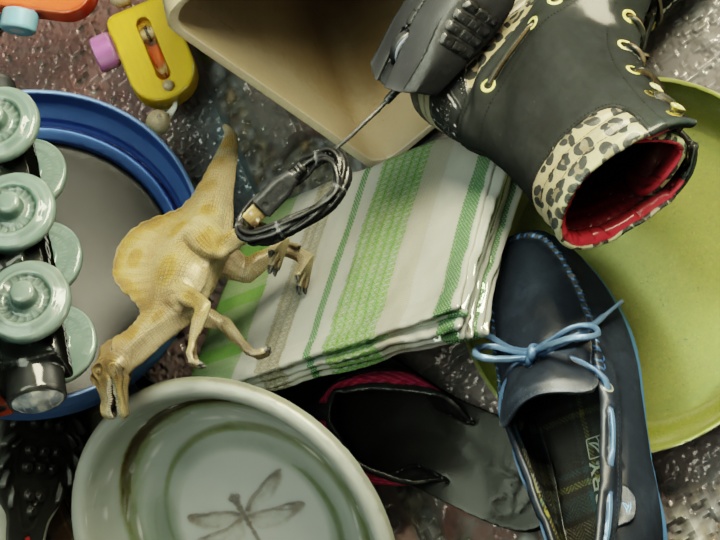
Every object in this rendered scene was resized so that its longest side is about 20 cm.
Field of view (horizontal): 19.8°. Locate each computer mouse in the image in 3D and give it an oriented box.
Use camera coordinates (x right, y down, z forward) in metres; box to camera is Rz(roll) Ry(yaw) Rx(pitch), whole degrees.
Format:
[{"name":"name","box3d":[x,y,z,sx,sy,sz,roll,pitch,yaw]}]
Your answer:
[{"name":"computer mouse","box3d":[0.004,-0.091,1.054,0.200,0.034,0.059,-48,44,-1]}]

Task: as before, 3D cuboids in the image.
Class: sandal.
[{"name":"sandal","box3d":[0.022,0.088,1.130,0.199,0.045,0.076,16,88,31]}]

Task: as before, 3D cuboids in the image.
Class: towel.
[{"name":"towel","box3d":[0.000,0.000,1.124,0.199,0.031,0.150,-18,38,38]}]

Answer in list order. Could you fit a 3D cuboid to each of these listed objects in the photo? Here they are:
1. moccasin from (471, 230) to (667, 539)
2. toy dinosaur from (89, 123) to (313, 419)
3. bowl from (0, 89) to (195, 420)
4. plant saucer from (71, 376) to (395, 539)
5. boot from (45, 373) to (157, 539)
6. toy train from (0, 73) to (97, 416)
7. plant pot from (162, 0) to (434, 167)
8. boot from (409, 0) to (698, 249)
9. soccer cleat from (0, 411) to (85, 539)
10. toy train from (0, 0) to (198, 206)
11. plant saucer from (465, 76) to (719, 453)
[{"name":"moccasin","box3d":[0.107,0.065,1.036,0.080,0.068,0.201,-31,62,24]},{"name":"toy dinosaur","box3d":[-0.081,-0.011,1.105,0.101,0.058,0.201,12,59,20]},{"name":"bowl","box3d":[-0.187,-0.008,1.160,0.199,0.039,0.202,2,61,-4]},{"name":"plant saucer","box3d":[-0.063,0.146,1.138,0.199,0.050,0.201,9,113,23]},{"name":"boot","box3d":[-0.158,0.065,1.229,0.096,0.075,0.201,-21,80,14]},{"name":"toy train","box3d":[-0.209,-0.010,1.097,0.113,0.085,0.201,-14,65,2]},{"name":"plant pot","box3d":[-0.001,-0.212,1.131,0.200,0.199,0.178,-39,51,17]},{"name":"boot","box3d":[0.140,-0.106,1.046,0.203,0.074,0.154,-35,43,-3]},{"name":"soccer cleat","box3d":[-0.207,0.140,1.174,0.073,0.068,0.201,3,85,39]},{"name":"toy train","box3d":[-0.170,-0.108,1.255,0.149,0.056,0.201,3,79,4]},{"name":"plant saucer","box3d":[0.145,-0.001,1.088,0.199,0.031,0.201,-7,76,29]}]
